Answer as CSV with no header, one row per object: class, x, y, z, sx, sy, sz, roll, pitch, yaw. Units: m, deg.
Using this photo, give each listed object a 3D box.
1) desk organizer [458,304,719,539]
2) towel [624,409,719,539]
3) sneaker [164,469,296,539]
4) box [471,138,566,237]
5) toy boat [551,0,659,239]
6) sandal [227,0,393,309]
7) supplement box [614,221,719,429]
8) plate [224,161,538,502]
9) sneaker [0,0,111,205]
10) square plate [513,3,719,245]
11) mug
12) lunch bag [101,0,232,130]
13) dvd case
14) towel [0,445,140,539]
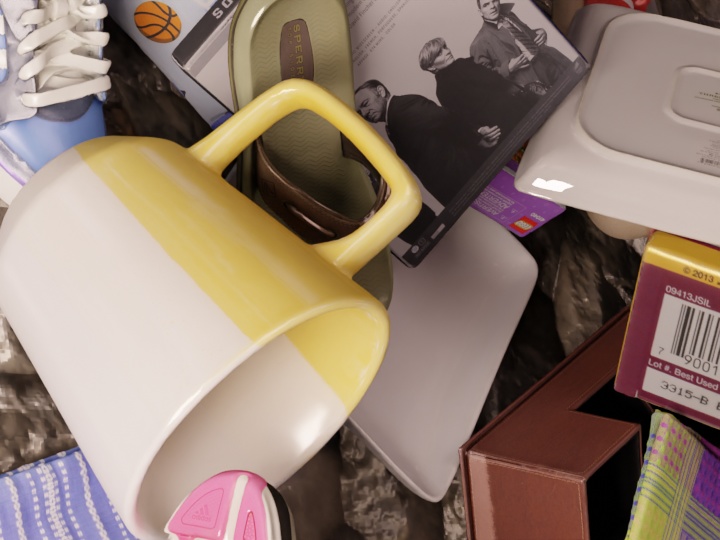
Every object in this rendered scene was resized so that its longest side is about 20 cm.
desk organizer,0.142,0.096,1.103,0.200,0.077,0.072,-34,125,-48
towel,0.190,0.175,1.096,0.200,0.023,0.145,37,67,-50
sneaker,-0.045,0.186,0.872,0.087,0.073,0.202,-9,99,-55
box,0.055,-0.133,1.161,0.136,0.039,0.201,29,42,-36
toy boat,0.192,-0.112,1.207,0.201,0.130,0.131,-82,154,-48
sandal,-0.021,-0.048,0.952,0.079,0.057,0.202,-27,127,-23
supplement box,0.241,0.001,1.091,0.130,0.104,0.200,21,37,20
plate,0.000,0.000,1.070,0.199,0.032,0.201,44,45,-17
sneaker,-0.146,-0.136,0.918,0.080,0.146,0.201,-16,80,-47
square plate,0.201,-0.084,1.078,0.198,0.029,0.199,15,39,8
mug,-0.076,0.011,0.895,0.186,0.150,0.153,-30,63,-29
lunch bag,-0.063,-0.210,1.054,0.170,0.123,0.201,50,39,-25
dvd case,0.017,-0.108,0.996,0.200,0.150,0.025,40,3,-41
towel,-0.118,0.151,0.882,0.199,0.024,0.146,-18,82,-47
